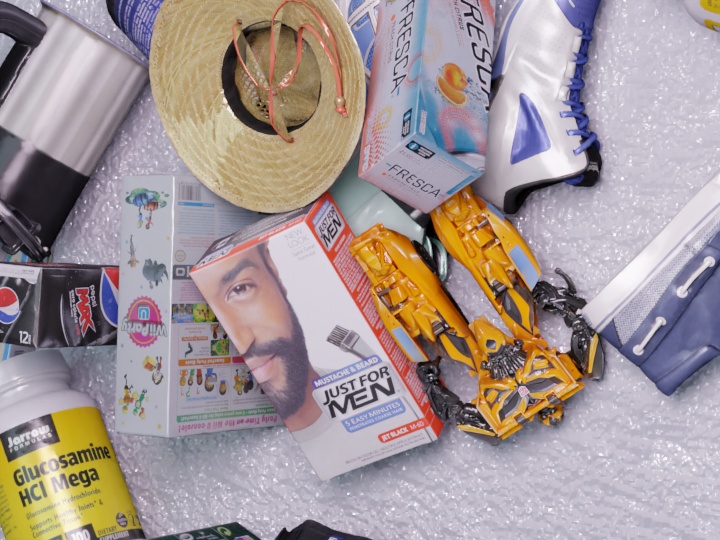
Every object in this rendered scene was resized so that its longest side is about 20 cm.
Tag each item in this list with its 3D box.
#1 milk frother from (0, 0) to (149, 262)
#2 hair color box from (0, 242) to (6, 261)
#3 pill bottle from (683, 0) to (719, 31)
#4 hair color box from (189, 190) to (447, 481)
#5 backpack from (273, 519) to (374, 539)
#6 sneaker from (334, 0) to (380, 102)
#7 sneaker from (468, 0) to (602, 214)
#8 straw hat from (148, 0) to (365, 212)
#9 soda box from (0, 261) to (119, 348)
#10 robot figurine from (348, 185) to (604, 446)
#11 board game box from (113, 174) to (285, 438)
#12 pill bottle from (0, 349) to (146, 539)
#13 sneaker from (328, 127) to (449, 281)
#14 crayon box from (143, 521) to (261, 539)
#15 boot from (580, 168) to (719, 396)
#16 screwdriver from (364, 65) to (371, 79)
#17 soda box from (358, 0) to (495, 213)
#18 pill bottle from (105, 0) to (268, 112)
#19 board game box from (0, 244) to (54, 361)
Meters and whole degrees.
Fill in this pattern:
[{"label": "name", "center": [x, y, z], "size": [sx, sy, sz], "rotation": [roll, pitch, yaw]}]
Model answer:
[{"label": "milk frother", "center": [-0.257, -0.112, 1.309], "size": [0.200, 0.180, 0.189], "rotation": [31, 91, 38]}, {"label": "hair color box", "center": [-0.404, 0.005, 1.372], "size": [0.061, 0.200, 0.099], "rotation": [33, 105, 26]}, {"label": "pill bottle", "center": [0.285, -0.202, 1.051], "size": [0.199, 0.112, 0.113], "rotation": [24, 101, 28]}, {"label": "hair color box", "center": [-0.028, 0.052, 1.215], "size": [0.111, 0.064, 0.201], "rotation": [-24, 107, 26]}, {"label": "backpack", "center": [0.000, 0.298, 1.183], "size": [0.189, 0.200, 0.155], "rotation": [-8, 116, 23]}, {"label": "sneaker", "center": [0.022, -0.223, 1.246], "size": [0.077, 0.076, 0.201], "rotation": [23, 110, 22]}, {"label": "sneaker", "center": [0.142, -0.122, 1.172], "size": [0.115, 0.081, 0.200], "rotation": [35, 103, 14]}, {"label": "straw hat", "center": [-0.054, -0.146, 1.186], "size": [0.200, 0.085, 0.202], "rotation": [15, 118, 30]}, {"label": "soda box", "center": [-0.219, 0.027, 1.303], "size": [0.070, 0.200, 0.064], "rotation": [5, 92, 30]}, {"label": "robot figurine", "center": [0.086, 0.035, 1.168], "size": [0.145, 0.058, 0.200], "rotation": [-35, 95, 14]}, {"label": "board game box", "center": [-0.124, 0.028, 1.275], "size": [0.064, 0.147, 0.201], "rotation": [0, 89, 36]}, {"label": "pill bottle", "center": [-0.265, 0.176, 1.378], "size": [0.112, 0.112, 0.201], "rotation": [-30, 75, 26]}, {"label": "sneaker", "center": [0.000, 0.000, 1.244], "size": [0.118, 0.074, 0.201], "rotation": [38, 105, 32]}, {"label": "crayon box", "center": [-0.159, 0.308, 1.305], "size": [0.051, 0.127, 0.201], "rotation": [30, 103, 28]}, {"label": "boot", "center": [0.252, -0.008, 1.111], "size": [0.090, 0.073, 0.200], "rotation": [45, 112, 6]}, {"label": "screwdriver", "center": [-0.025, -0.182, 1.215], "size": [0.200, 0.028, 0.029], "rotation": [43, 149, 33]}, {"label": "soda box", "center": [0.050, -0.145, 1.137], "size": [0.068, 0.063, 0.201], "rotation": [-34, 39, 44]}, {"label": "pill bottle", "center": [-0.138, -0.215, 1.311], "size": [0.200, 0.112, 0.112], "rotation": [47, 111, 22]}, {"label": "board game box", "center": [-0.346, -0.019, 1.475], "size": [0.134, 0.034, 0.201], "rotation": [16, 97, 29]}]
